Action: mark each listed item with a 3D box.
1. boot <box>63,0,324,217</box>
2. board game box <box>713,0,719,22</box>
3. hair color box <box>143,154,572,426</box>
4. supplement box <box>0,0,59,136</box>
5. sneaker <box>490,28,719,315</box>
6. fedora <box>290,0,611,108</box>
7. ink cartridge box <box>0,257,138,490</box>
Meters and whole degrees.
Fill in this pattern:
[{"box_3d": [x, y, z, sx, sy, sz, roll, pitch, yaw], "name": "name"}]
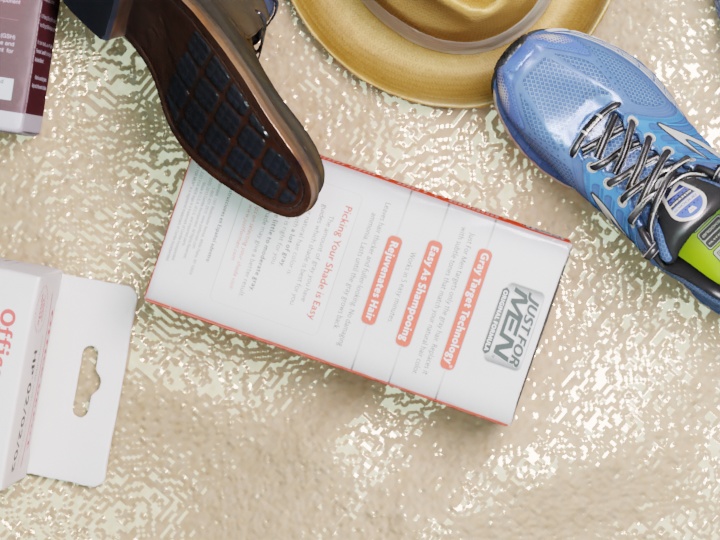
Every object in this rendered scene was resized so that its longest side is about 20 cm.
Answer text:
[{"box_3d": [-0.061, -0.117, 1.237, 0.200, 0.097, 0.075, 50, 138, 17], "name": "boot"}, {"box_3d": [0.269, -0.196, 1.258, 0.199, 0.043, 0.200, -16, 89, 4], "name": "board game box"}, {"box_3d": [0.000, 0.000, 1.273, 0.199, 0.061, 0.102, 20, 93, 4], "name": "hair color box"}, {"box_3d": [-0.208, -0.177, 1.281, 0.108, 0.061, 0.201, 9, 93, 2], "name": "supplement box"}, {"box_3d": [0.151, -0.049, 1.236, 0.200, 0.089, 0.079, 39, 93, -7], "name": "sneaker"}, {"box_3d": [0.043, -0.183, 1.253, 0.200, 0.082, 0.201, 0, 92, 4], "name": "fedora"}, {"box_3d": [-0.226, 0.046, 1.286, 0.199, 0.068, 0.116, 10, 93, 3], "name": "ink cartridge box"}]
